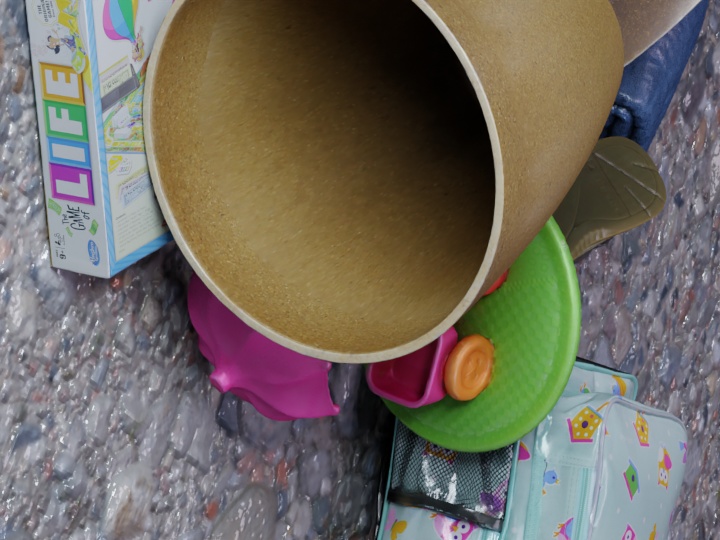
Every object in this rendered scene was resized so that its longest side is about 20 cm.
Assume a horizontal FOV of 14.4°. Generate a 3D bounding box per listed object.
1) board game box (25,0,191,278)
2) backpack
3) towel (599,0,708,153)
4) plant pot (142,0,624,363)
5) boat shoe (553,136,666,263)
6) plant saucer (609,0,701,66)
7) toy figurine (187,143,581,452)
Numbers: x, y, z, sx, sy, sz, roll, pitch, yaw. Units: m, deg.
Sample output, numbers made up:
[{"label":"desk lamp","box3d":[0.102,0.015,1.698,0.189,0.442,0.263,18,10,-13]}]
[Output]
[{"label":"board game box","box3d":[-0.076,-0.095,1.321,0.200,0.034,0.135,-33,127,-51]},{"label":"backpack","box3d":[0.087,0.142,1.562,0.176,0.153,0.201,18,90,-65]},{"label":"towel","box3d":[0.182,-0.154,1.684,0.112,0.048,0.201,105,10,-66]},{"label":"plant pot","box3d":[0.034,-0.080,1.289,0.200,0.186,0.188,-30,124,-51]},{"label":"boat shoe","box3d":[0.088,-0.020,1.587,0.200,0.066,0.072,-20,73,-41]},{"label":"plant saucer","box3d":[0.152,-0.170,1.566,0.034,0.200,0.201,44,54,-14]},{"label":"toy figurine","box3d":[0.000,0.000,1.388,0.184,0.150,0.201,-6,111,-49]}]
